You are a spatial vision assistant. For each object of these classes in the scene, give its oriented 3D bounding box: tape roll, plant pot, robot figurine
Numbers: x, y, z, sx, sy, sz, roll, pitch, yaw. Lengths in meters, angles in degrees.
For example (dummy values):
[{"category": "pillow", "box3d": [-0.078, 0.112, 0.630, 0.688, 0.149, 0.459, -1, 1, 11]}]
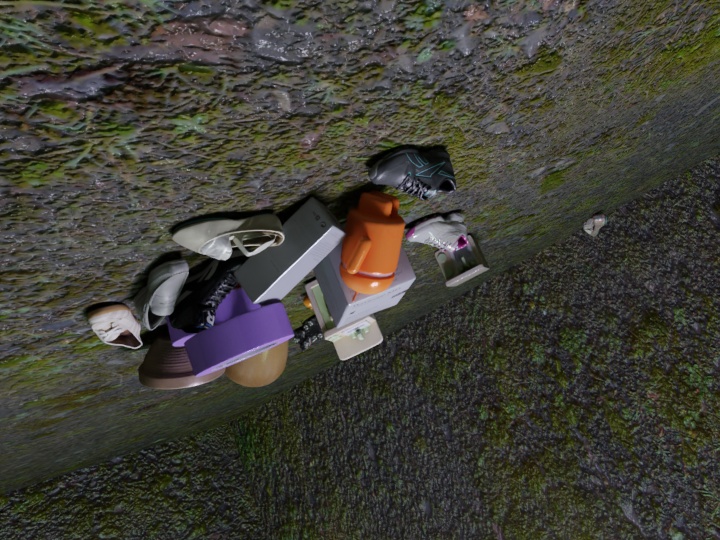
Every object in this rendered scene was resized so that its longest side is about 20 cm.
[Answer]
[{"category": "tape roll", "box3d": [-0.223, 0.128, 1.215, 0.195, 0.067, 0.200, -24, 174, -2]}, {"category": "plant pot", "box3d": [-0.246, 0.149, 1.581, 0.182, 0.189, 0.202, -16, 152, -30]}, {"category": "robot figurine", "box3d": [0.019, -0.044, 1.245, 0.113, 0.206, 0.144, 5, -162, -16]}, {"category": "tape roll", "box3d": [-0.306, 0.099, 1.381, 0.194, 0.068, 0.200, -18, 172, -2]}, {"category": "plant pot", "box3d": [-0.408, 0.190, 1.494, 0.194, 0.096, 0.201, -1, -169, 0]}]

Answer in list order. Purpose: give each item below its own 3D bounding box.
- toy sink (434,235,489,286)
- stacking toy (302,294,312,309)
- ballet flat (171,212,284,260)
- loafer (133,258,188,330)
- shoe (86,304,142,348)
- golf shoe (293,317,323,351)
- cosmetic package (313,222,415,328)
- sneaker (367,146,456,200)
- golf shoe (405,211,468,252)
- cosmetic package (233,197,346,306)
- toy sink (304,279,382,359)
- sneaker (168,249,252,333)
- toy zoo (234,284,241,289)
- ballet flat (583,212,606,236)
[{"category": "toy sink", "box3d": [0.311, -0.030, 2.021, 0.128, 0.115, 0.199, -28, 172, 15]}, {"category": "stacking toy", "box3d": [-0.069, 0.081, 1.807, 0.194, 0.119, 0.110, -4, 157, -27]}, {"category": "ballet flat", "box3d": [-0.207, -0.052, 1.065, 0.196, 0.071, 0.069, -14, 164, -40]}, {"category": "loafer", "box3d": [-0.347, 0.043, 1.161, 0.069, 0.071, 0.199, -14, 163, -38]}, {"category": "shoe", "box3d": [-0.460, 0.109, 1.250, 0.068, 0.055, 0.200, -23, 167, -6]}, {"category": "golf shoe", "box3d": [-0.148, 0.188, 2.152, 0.088, 0.078, 0.199, -40, -178, -41]}, {"category": "cosmetic package", "box3d": [0.000, 0.000, 1.426, 0.161, 0.169, 0.201, -20, 167, -15]}, {"category": "sneaker", "box3d": [0.099, -0.168, 1.154, 0.196, 0.081, 0.075, -13, 164, -38]}, {"category": "golf shoe", "box3d": [0.198, -0.088, 1.629, 0.196, 0.094, 0.075, -14, 166, -36]}, {"category": "cosmetic package", "box3d": [-0.124, -0.030, 1.179, 0.199, 0.075, 0.102, -41, 166, 6]}, {"category": "toy sink", "box3d": [-0.041, 0.109, 1.668, 0.127, 0.205, 0.112, -24, 168, 6]}, {"category": "sneaker", "box3d": [-0.268, 0.051, 1.220, 0.196, 0.114, 0.073, -27, 150, 12]}, {"category": "toy zoo", "box3d": [-0.221, 0.003, 1.357, 0.130, 0.021, 0.198, -34, 164, 32]}, {"category": "ballet flat", "box3d": [0.980, -0.194, 2.770, 0.065, 0.070, 0.201, -5, 162, 3]}]
